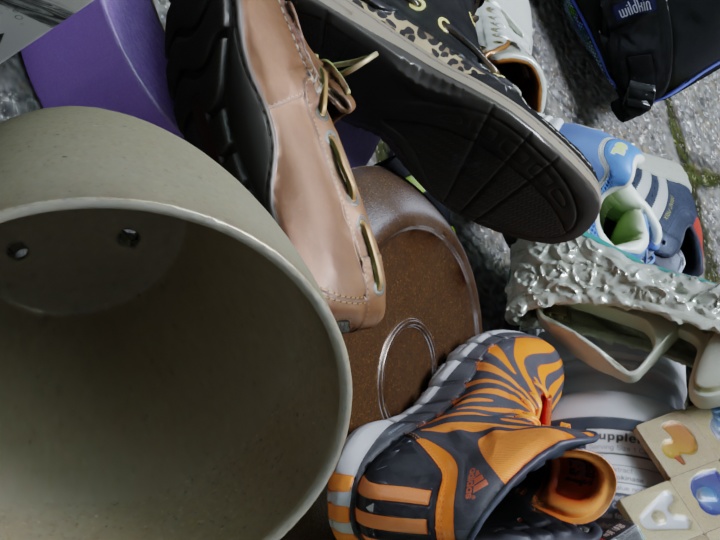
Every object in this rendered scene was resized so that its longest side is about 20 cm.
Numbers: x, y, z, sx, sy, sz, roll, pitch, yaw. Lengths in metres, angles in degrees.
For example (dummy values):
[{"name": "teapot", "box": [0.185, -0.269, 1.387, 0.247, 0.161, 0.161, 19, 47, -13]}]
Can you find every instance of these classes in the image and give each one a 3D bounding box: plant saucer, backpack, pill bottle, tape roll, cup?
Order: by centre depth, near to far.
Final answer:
[{"name": "cup", "box": [-0.112, 0.016, 0.716, 0.200, 0.200, 0.144, 36, 21, -31]}, {"name": "plant saucer", "box": [0.012, 0.050, 0.878, 0.200, 0.032, 0.203, -11, 103, -57]}, {"name": "tape roll", "box": [-0.076, -0.121, 0.902, 0.199, 0.065, 0.202, 26, 53, -39]}, {"name": "pill bottle", "box": [0.130, 0.133, 0.965, 0.119, 0.119, 0.202, 32, 49, -34]}, {"name": "backpack", "box": [0.206, -0.234, 1.200, 0.201, 0.182, 0.147, 59, 16, -3]}]

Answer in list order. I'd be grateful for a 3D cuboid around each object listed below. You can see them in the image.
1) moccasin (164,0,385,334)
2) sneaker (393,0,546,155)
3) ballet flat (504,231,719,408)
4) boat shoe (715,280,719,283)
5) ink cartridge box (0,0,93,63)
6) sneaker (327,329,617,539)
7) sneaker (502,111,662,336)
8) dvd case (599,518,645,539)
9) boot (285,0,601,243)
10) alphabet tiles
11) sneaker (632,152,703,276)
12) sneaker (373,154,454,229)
[{"name": "moccasin", "box": [-0.033, -0.068, 0.799, 0.077, 0.074, 0.203, -5, 66, -36]}, {"name": "sneaker", "box": [0.086, -0.117, 1.071, 0.073, 0.084, 0.201, 42, 43, -24]}, {"name": "ballet flat", "box": [0.164, 0.036, 0.934, 0.072, 0.198, 0.072, -55, 157, -39]}, {"name": "boat shoe", "box": [0.250, 0.099, 1.155, 0.063, 0.071, 0.202, 44, 38, -41]}, {"name": "ink cartridge box", "box": [-0.151, -0.159, 0.727, 0.116, 0.199, 0.068, 34, 48, -32]}, {"name": "sneaker", "box": [0.078, 0.089, 0.854, 0.200, 0.111, 0.078, -35, 123, -53]}, {"name": "sneaker", "box": [0.129, 0.003, 1.021, 0.076, 0.076, 0.201, -57, 144, -37]}, {"name": "dvd case", "box": [0.077, 0.230, 0.840, 0.199, 0.022, 0.147, -28, 94, -13]}, {"name": "boot", "box": [0.049, -0.116, 0.917, 0.199, 0.073, 0.151, 31, 45, -9]}, {"name": "alphabet tiles", "box": [0.232, 0.128, 0.908, 0.198, 0.006, 0.167, -15, 59, -28]}, {"name": "sneaker", "box": [0.155, -0.027, 1.110, 0.199, 0.075, 0.085, 3, 64, -48]}, {"name": "sneaker", "box": [0.000, 0.000, 0.922, 0.200, 0.071, 0.083, -35, 100, -51]}]
